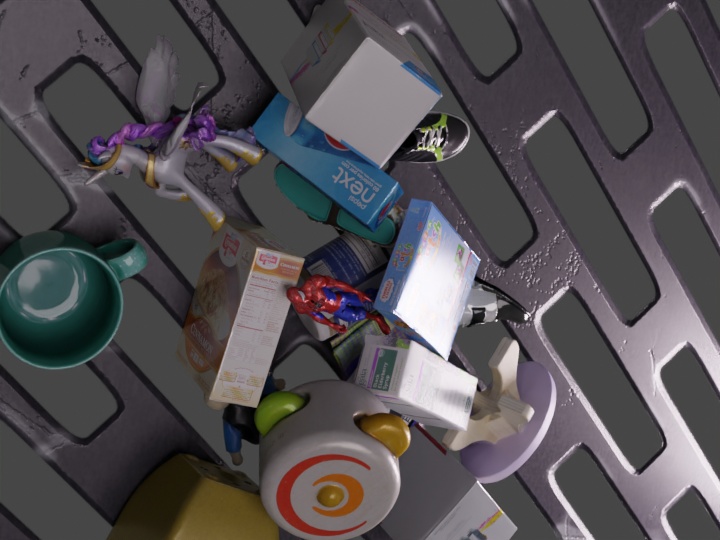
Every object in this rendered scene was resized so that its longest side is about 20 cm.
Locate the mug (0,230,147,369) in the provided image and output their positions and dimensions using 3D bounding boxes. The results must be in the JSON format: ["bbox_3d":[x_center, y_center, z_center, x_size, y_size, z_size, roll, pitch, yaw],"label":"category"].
[{"bbox_3d":[-0.361,0.030,1.408,0.182,0.114,0.155,1,106,-26],"label":"mug"}]

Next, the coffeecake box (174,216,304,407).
[{"bbox_3d":[-0.159,0.050,1.487,0.072,0.153,0.203,14,100,-29],"label":"coffeecake box"}]

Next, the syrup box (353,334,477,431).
[{"bbox_3d":[0.078,0.157,1.589,0.199,0.080,0.080,33,67,-52],"label":"syrup box"}]

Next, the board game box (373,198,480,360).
[{"bbox_3d":[0.092,0.016,1.529,0.200,0.036,0.153,43,64,-58],"label":"board game box"}]

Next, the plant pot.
[{"bbox_3d":[-0.218,0.367,1.552,0.192,0.195,0.203,24,87,-29],"label":"plant pot"}]

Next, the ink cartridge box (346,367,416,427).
[{"bbox_3d":[0.000,0.257,1.660,0.199,0.043,0.200,-53,140,0],"label":"ink cartridge box"}]

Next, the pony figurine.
[{"bbox_3d":[-0.223,-0.159,1.402,0.198,0.167,0.194,21,111,-36],"label":"pony figurine"}]

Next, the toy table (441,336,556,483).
[{"bbox_3d":[0.198,0.202,1.708,0.117,0.182,0.202,48,58,-43],"label":"toy table"}]

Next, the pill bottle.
[{"bbox_3d":[0.000,0.000,1.571,0.198,0.111,0.112,-31,117,-13],"label":"pill bottle"}]

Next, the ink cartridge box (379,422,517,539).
[{"bbox_3d":[0.112,0.355,1.690,0.145,0.145,0.200,-45,140,-7],"label":"ink cartridge box"}]

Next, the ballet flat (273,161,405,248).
[{"bbox_3d":[-0.023,-0.091,1.529,0.198,0.064,0.076,31,118,12],"label":"ballet flat"}]

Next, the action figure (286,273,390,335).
[{"bbox_3d":[-0.021,0.043,1.467,0.198,0.052,0.066,14,122,-45],"label":"action figure"}]

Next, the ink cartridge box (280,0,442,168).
[{"bbox_3d":[-0.006,-0.249,1.449,0.128,0.201,0.126,31,110,-29],"label":"ink cartridge box"}]

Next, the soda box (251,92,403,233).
[{"bbox_3d":[-0.044,-0.137,1.467,0.199,0.064,0.068,38,89,12],"label":"soda box"}]

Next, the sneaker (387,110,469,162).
[{"bbox_3d":[0.069,-0.174,1.563,0.197,0.083,0.073,-5,109,-24],"label":"sneaker"}]

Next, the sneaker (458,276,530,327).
[{"bbox_3d":[0.155,0.051,1.688,0.198,0.074,0.090,23,96,-20],"label":"sneaker"}]

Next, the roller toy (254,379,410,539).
[{"bbox_3d":[-0.039,0.249,1.482,0.196,0.141,0.185,0,123,-5],"label":"roller toy"}]

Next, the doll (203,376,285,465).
[{"bbox_3d":[-0.138,0.214,1.612,0.199,0.048,0.137,35,89,-30],"label":"doll"}]

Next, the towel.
[{"bbox_3d":[0.040,0.127,1.645,0.143,0.023,0.201,-33,139,-9],"label":"towel"}]
